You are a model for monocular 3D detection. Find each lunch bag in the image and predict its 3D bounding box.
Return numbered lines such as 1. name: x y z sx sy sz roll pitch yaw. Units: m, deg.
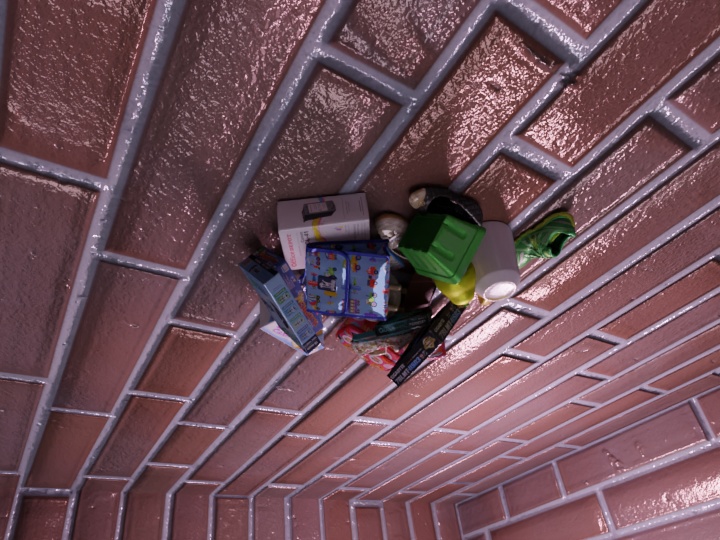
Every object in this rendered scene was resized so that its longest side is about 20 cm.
1. lunch bag: 0.039 0.195 1.474 0.198 0.083 0.176 34 151 -8
2. lunch bag: -0.037 0.016 1.126 0.194 0.095 0.154 2 115 0

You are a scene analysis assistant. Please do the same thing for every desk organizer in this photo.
1. desk organizer: 0.147 0.062 1.404 0.075 0.073 0.202 1 142 -8

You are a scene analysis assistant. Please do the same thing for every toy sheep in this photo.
1. toy sheep: 0.044 0.063 1.289 0.135 0.141 0.200 -16 164 10

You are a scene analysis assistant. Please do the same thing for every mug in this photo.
1. mug: 0.329 -0.004 1.286 0.147 0.156 0.186 -25 141 20

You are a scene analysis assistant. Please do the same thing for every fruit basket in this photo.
1. fruit basket: 0.202 -0.025 1.162 0.214 0.214 0.158 34 84 -43

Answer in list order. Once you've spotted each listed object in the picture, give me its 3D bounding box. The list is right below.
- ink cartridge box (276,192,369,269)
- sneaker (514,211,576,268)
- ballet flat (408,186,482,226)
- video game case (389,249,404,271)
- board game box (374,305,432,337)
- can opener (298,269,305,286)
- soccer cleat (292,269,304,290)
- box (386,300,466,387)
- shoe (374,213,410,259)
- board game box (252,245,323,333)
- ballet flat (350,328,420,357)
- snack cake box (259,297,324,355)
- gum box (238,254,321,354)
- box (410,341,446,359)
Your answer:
1. ink cartridge box: -0.078 -0.084 1.155 0.194 0.087 0.149 -8 144 -4
2. sneaker: 0.446 -0.062 1.291 0.073 0.085 0.200 15 138 -29
3. ballet flat: 0.196 -0.140 1.160 0.195 0.058 0.067 11 138 -24
4. video game case: 0.000 0.000 1.306 0.196 0.018 0.143 -22 158 17
5. board game box: 0.112 0.125 1.304 0.132 0.029 0.200 -14 180 9
6. can opener: -0.048 0.010 1.220 0.194 0.066 0.054 -3 102 13
7. soccer cleat: -0.147 0.045 1.331 0.083 0.070 0.202 -3 140 7
8. box: 0.169 0.171 1.300 0.049 0.200 0.200 40 128 6
9. shoe: 0.105 -0.070 1.236 0.069 0.054 0.199 -30 138 27
10. board game box: -0.170 0.046 1.222 0.034 0.135 0.203 -37 123 -18
11. ballet flat: 0.070 0.184 1.362 0.195 0.076 0.065 -13 105 18
12. snack cake box: -0.182 0.132 1.390 0.066 0.117 0.199 -25 141 22
13. gum box: -0.182 0.073 1.170 0.044 0.169 0.203 -37 121 -17
14. box: 0.180 0.217 1.534 0.097 0.098 0.200 -4 169 -5
